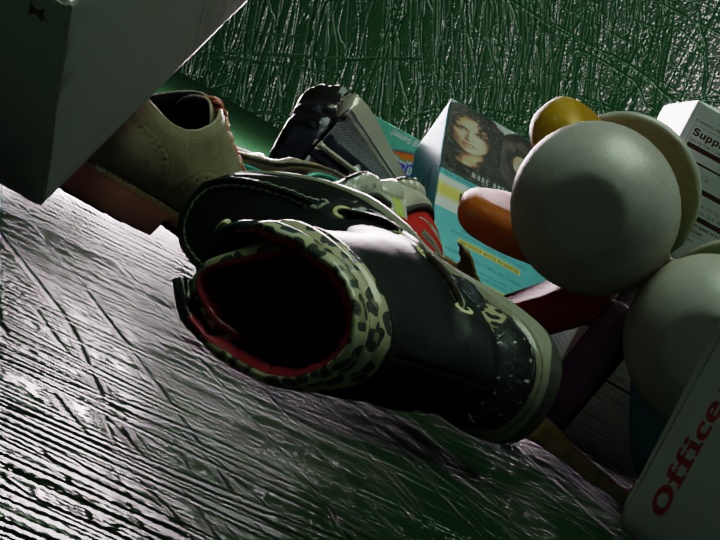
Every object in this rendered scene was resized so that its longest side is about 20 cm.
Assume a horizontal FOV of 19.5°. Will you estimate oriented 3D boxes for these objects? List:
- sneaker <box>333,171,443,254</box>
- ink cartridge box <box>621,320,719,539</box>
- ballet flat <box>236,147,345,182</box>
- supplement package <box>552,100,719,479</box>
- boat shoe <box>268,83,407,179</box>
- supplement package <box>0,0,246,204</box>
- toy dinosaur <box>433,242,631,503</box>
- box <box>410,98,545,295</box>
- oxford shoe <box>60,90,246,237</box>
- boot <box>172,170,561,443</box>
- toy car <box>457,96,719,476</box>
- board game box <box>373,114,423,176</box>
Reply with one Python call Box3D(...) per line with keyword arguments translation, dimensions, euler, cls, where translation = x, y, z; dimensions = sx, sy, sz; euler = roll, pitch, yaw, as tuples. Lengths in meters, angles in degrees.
Box3D(translation=(0.000, 0.000, 1.061), dimensions=(0.200, 0.077, 0.086), euler=(-11, 77, -64), cls="sneaker")
Box3D(translation=(0.214, 0.092, 0.837), dimensions=(0.084, 0.145, 0.200), euler=(25, 5, -33), cls="ink cartridge box")
Box3D(translation=(-0.060, -0.042, 1.205), dimensions=(0.067, 0.069, 0.199), euler=(23, -2, 40), cls="ballet flat")
Box3D(translation=(0.204, 0.023, 1.232), dimensions=(0.146, 0.201, 0.191), euler=(28, 5, 1), cls="supplement package")
Box3D(translation=(0.003, -0.014, 1.340), dimensions=(0.074, 0.093, 0.201), euler=(-10, -54, 45), cls="boat shoe")
Box3D(translation=(-0.133, -0.152, 0.957), dimensions=(0.119, 0.122, 0.200), euler=(29, 46, 10), cls="supplement package")
Box3D(translation=(0.053, 0.053, 0.999), dimensions=(0.199, 0.060, 0.107), euler=(31, 34, -30), cls="toy dinosaur")
Box3D(translation=(0.070, -0.019, 1.260), dimensions=(0.082, 0.049, 0.201), euler=(27, 34, -11), cls="box")
Box3D(translation=(-0.077, -0.048, 1.069), dimensions=(0.070, 0.075, 0.199), euler=(30, 4, 35), cls="oxford shoe")
Box3D(translation=(-0.030, 0.000, 0.851), dimensions=(0.203, 0.074, 0.153), euler=(30, 7, 34), cls="boot")
Box3D(translation=(0.129, 0.019, 1.056), dimensions=(0.200, 0.150, 0.175), euler=(49, 15, 6), cls="toy car")
Box3D(translation=(0.043, -0.031, 1.463), dimensions=(0.151, 0.045, 0.200), euler=(29, -16, 11), cls="board game box")
